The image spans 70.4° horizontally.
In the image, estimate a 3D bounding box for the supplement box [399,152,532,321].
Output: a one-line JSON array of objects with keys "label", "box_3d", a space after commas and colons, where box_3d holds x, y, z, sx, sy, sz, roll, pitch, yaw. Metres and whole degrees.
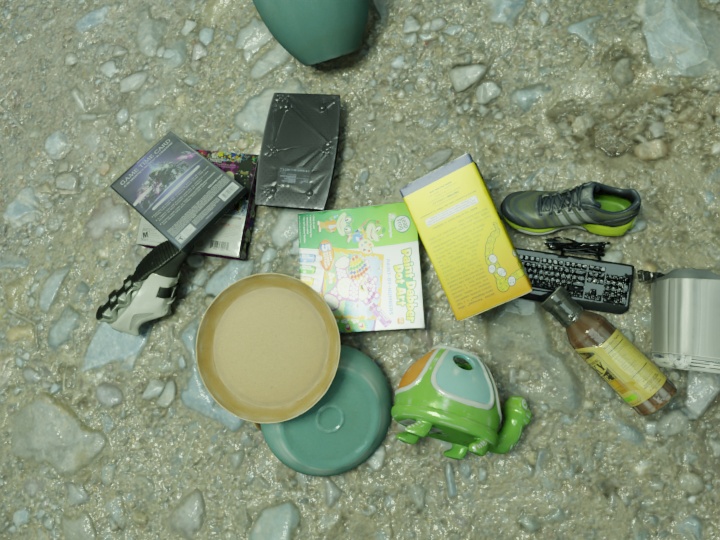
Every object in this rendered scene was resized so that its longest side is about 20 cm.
[{"label": "supplement box", "box_3d": [0.153, -0.047, 0.729, 0.109, 0.109, 0.202, -25, 87, 18]}]

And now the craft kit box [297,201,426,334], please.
[{"label": "craft kit box", "box_3d": [0.000, 0.000, 0.811, 0.195, 0.049, 0.203, -5, 79, 7]}]

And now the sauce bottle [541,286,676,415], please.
[{"label": "sauce bottle", "box_3d": [0.341, 0.108, 0.716, 0.065, 0.065, 0.200, -42, 73, 1]}]

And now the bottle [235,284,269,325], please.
[{"label": "bottle", "box_3d": [-0.128, 0.109, 0.766, 0.083, 0.065, 0.202, -27, 100, -11]}]

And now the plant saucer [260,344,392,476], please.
[{"label": "plant saucer", "box_3d": [-0.046, 0.210, 0.740, 0.197, 0.036, 0.203, -1, 96, -11]}]

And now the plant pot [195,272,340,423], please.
[{"label": "plant pot", "box_3d": [-0.125, 0.105, 0.704, 0.197, 0.027, 0.203, 0, 83, 2]}]

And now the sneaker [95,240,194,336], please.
[{"label": "sneaker", "box_3d": [-0.337, 0.027, 0.854, 0.200, 0.088, 0.074, -44, 36, 4]}]

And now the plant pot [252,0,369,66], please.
[{"label": "plant pot", "box_3d": [-0.068, -0.420, 0.842, 0.198, 0.201, 0.136, -13, 114, 8]}]

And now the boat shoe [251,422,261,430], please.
[{"label": "boat shoe", "box_3d": [-0.175, 0.151, 0.810, 0.064, 0.071, 0.202, -17, 83, 43]}]

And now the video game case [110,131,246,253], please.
[{"label": "video game case", "box_3d": [-0.305, -0.136, 0.850, 0.199, 0.019, 0.143, 37, 76, 23]}]

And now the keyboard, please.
[{"label": "keyboard", "box_3d": [0.299, -0.003, 0.755, 0.198, 0.040, 0.105, 9, 82, 11]}]

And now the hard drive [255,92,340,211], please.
[{"label": "hard drive", "box_3d": [-0.101, -0.199, 0.866, 0.133, 0.042, 0.203, 5, 81, 11]}]

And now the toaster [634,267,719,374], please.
[{"label": "toaster", "box_3d": [0.470, 0.070, 0.672, 0.197, 0.114, 0.131, 6, 83, 10]}]

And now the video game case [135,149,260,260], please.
[{"label": "video game case", "box_3d": [-0.277, -0.119, 0.888, 0.198, 0.036, 0.184, 7, 81, 12]}]

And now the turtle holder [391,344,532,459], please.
[{"label": "turtle holder", "box_3d": [0.140, 0.183, 0.702, 0.183, 0.141, 0.133, 8, 64, 21]}]

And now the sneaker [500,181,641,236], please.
[{"label": "sneaker", "box_3d": [0.307, -0.099, 0.745, 0.197, 0.081, 0.075, 0, 69, 9]}]
